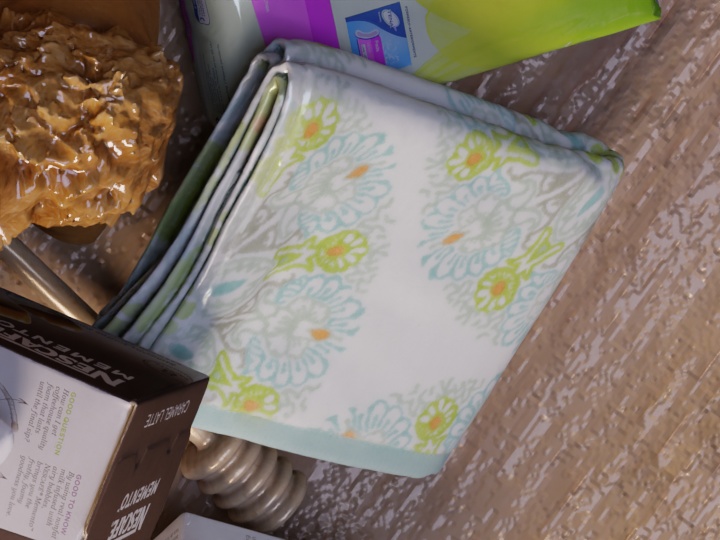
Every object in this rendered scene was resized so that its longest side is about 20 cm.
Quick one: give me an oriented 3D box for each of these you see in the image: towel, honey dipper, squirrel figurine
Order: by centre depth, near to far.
[{"bbox_3d":[-0.171,-0.074,0.972,0.186,0.200,0.142,8,109,-21],"label":"squirrel figurine"},{"bbox_3d":[0.000,0.000,1.094,0.200,0.048,0.171,15,117,-39],"label":"towel"},{"bbox_3d":[-0.102,0.040,1.118,0.038,0.038,0.200,-46,112,-2],"label":"honey dipper"}]

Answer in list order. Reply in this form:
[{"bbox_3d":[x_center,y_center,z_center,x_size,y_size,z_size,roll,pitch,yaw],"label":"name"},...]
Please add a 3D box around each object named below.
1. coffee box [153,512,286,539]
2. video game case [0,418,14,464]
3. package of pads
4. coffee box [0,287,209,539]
[{"bbox_3d":[-0.048,0.218,1.099,0.113,0.200,0.080,19,142,-23],"label":"coffee box"},{"bbox_3d":[-0.252,0.077,0.899,0.182,0.023,0.200,36,65,8],"label":"video game case"},{"bbox_3d":[0.016,-0.156,1.086,0.200,0.068,0.155,-18,111,-15],"label":"package of pads"},{"bbox_3d":[-0.173,0.042,1.003,0.200,0.114,0.080,23,98,10],"label":"coffee box"}]
